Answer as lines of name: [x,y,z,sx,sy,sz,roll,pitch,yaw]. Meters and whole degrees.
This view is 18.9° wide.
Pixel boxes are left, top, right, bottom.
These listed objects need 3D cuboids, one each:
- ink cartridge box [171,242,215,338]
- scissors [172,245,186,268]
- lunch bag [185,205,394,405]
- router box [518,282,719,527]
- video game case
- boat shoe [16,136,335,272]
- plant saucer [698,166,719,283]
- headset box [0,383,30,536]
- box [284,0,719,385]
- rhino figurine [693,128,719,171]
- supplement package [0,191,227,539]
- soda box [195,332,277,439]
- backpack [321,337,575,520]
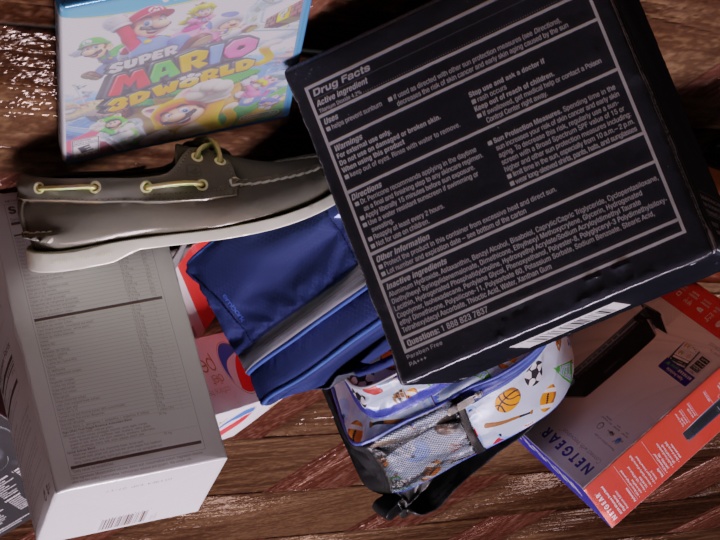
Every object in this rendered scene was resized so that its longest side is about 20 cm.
ink cartridge box: [-0.140,0.033,1.589,0.199,0.050,0.161,-15,161,-1]
scissors: [-0.152,0.032,1.495,0.073,0.014,0.200,-26,163,-20]
lunch bag: [0.000,0.000,1.431,0.136,0.133,0.200,-24,171,-48]
router box: [0.201,0.081,1.666,0.179,0.200,0.049,-41,122,-5]
video game case: [-0.101,-0.122,1.227,0.142,0.018,0.200,-13,161,-12]
boat shoe: [-0.108,-0.047,1.315,0.201,0.061,0.072,-12,-169,-4]
plant saucer: [0.214,-0.043,1.582,0.199,0.038,0.200,15,164,4]
headset box: [-0.289,0.090,1.464,0.200,0.075,0.148,37,130,-26]
box: [0.092,-0.061,1.266,0.199,0.199,0.123,-23,171,16]
rhino figurine: [0.273,-0.058,1.663,0.087,0.060,0.200,1,164,9]
supplement package: [-0.170,0.055,1.380,0.113,0.201,0.110,-9,159,-19]
soda box: [-0.127,0.093,1.594,0.068,0.064,0.200,-37,171,20]
backpack: [0.059,0.053,1.628,0.190,0.200,0.154,-21,142,-4]
